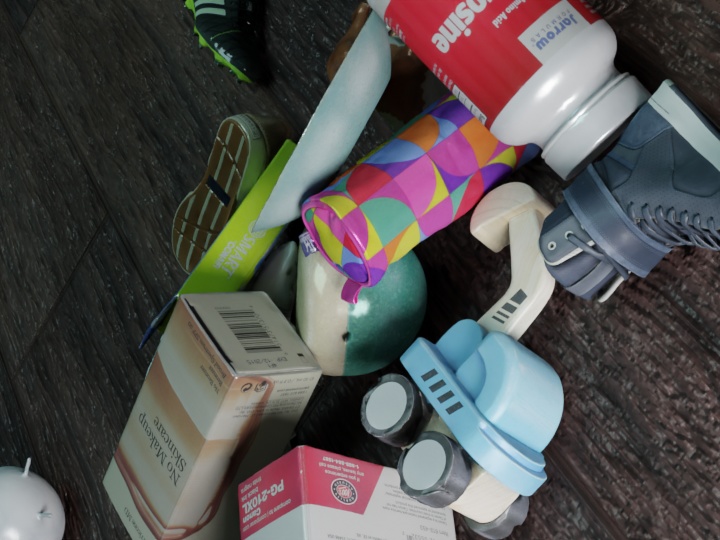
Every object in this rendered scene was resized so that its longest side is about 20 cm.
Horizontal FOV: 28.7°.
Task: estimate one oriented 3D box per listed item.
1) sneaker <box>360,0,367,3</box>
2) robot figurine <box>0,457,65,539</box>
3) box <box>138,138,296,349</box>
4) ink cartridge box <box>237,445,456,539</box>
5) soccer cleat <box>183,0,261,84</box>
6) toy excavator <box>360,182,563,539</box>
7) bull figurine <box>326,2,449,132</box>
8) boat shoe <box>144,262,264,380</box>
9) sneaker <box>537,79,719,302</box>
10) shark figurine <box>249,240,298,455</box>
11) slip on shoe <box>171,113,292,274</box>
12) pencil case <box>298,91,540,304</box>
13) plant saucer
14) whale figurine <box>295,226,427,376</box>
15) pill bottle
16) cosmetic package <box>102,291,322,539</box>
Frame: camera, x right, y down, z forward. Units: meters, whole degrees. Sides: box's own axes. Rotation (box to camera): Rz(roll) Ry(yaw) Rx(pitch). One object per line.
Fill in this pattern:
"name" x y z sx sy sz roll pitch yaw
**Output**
"sneaker" 0.029 -0.288 1.194 0.200 0.075 0.071 -73 -17 -54
"robot figurine" -0.387 0.284 1.481 0.200 0.113 0.170 -46 70 28
"box" -0.112 -0.011 1.229 0.200 0.048 0.122 -56 4 -22
"ink cartridge box" -0.002 0.241 0.982 0.084 0.144 0.201 -36 48 39
"soccer cleat" -0.135 -0.269 1.470 0.081 0.067 0.200 -42 43 14
"toy excavator" 0.097 0.058 1.003 0.200 0.100 0.195 -46 43 9
"bull figurine" 0.039 -0.174 1.199 0.200 0.065 0.122 32 95 50
"boat shoe" -0.157 0.058 1.332 0.071 0.070 0.202 28 94 59
"sneaker" 0.197 -0.019 0.897 0.146 0.077 0.203 -45 32 13
"shark figurine" -0.093 0.093 1.213 0.128 0.089 0.216 -29 63 59
"slip on shoe" -0.125 -0.073 1.369 0.076 0.060 0.200 48 133 26
"pencil case" 0.045 -0.067 1.052 0.200 0.089 0.088 -38 30 -22
"plant saucer" -0.020 -0.109 1.082 0.202 0.039 0.201 -61 3 5
"whale figurine" 0.000 0.000 1.150 0.200 0.103 0.160 -93 5 -60
"pill bottle" 0.107 -0.164 0.998 0.200 0.112 0.112 47 117 7
"cosmetic package" -0.121 0.125 1.111 0.103 0.087 0.201 48 126 38
